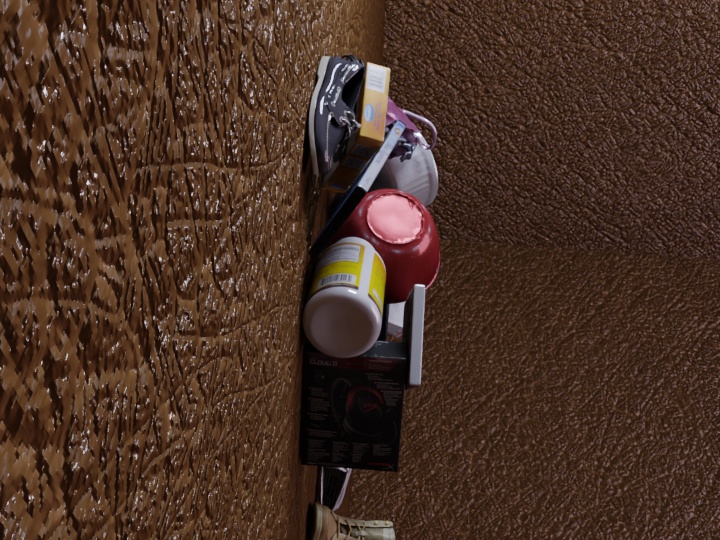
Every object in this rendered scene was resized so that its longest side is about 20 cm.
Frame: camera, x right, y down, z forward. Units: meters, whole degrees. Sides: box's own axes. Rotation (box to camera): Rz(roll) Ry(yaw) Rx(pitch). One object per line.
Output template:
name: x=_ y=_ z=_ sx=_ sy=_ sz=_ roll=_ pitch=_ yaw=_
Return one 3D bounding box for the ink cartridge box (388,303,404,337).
ink cartridge box: x=0.019 y=0.039 z=1.578 sx=0.050 sy=0.199 sz=0.163 roll=-32 pitch=-128 yaw=35

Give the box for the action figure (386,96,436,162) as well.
action figure: x=0.037 y=-0.301 z=1.365 sx=0.201 sy=0.148 sz=0.134 roll=61 pitch=-22 yaw=23

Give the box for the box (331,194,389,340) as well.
box: x=0.000 y=0.000 z=1.384 sx=0.197 sy=0.116 sz=0.201 roll=89 pitch=4 yaw=-59

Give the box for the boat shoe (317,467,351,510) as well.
boat shoe: x=-0.042 y=0.371 z=1.467 sx=0.067 sy=0.073 sz=0.202 roll=89 pitch=6 yaw=-89

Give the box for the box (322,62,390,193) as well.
box: x=-0.013 y=-0.200 z=1.118 sx=0.200 sy=0.041 sz=0.120 roll=140 pitch=-41 yaw=-62

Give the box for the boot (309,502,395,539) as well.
boot: x=-0.014 y=0.476 z=1.376 sx=0.201 sy=0.154 sz=0.073 roll=90 pitch=5 yaw=-57

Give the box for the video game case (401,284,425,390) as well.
video game case: x=0.078 y=0.108 z=1.159 sx=0.200 sy=0.017 sz=0.144 roll=94 pitch=0 yaw=-79

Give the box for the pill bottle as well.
pill bottle: x=-0.019 y=0.029 z=1.093 sx=0.200 sy=0.108 sz=0.110 roll=-80 pitch=174 yaw=-61

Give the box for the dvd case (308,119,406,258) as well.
dvd case: x=-0.003 y=-0.117 z=1.066 sx=0.143 sy=0.017 sz=0.200 roll=-51 pitch=-172 yaw=40

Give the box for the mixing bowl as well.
mixing bowl: x=0.047 y=-0.058 z=1.240 sx=0.109 sy=0.198 sz=0.201 roll=109 pitch=-11 yaw=-61

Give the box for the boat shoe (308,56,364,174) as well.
boat shoe: x=-0.030 y=-0.206 z=0.982 sx=0.073 sy=0.062 sz=0.201 roll=89 pitch=6 yaw=-53

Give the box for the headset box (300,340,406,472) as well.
headset box: x=-0.009 y=0.187 z=1.122 sx=0.075 sy=0.147 sz=0.202 roll=-82 pitch=175 yaw=-76

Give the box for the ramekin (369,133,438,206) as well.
ramekin: x=0.054 y=-0.200 z=1.502 sx=0.200 sy=0.097 sz=0.201 roll=44 pitch=-29 yaw=33

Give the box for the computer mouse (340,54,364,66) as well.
computer mouse: x=-0.015 y=-0.239 z=1.247 sx=0.201 sy=0.052 sz=0.139 roll=94 pitch=-28 yaw=-44
